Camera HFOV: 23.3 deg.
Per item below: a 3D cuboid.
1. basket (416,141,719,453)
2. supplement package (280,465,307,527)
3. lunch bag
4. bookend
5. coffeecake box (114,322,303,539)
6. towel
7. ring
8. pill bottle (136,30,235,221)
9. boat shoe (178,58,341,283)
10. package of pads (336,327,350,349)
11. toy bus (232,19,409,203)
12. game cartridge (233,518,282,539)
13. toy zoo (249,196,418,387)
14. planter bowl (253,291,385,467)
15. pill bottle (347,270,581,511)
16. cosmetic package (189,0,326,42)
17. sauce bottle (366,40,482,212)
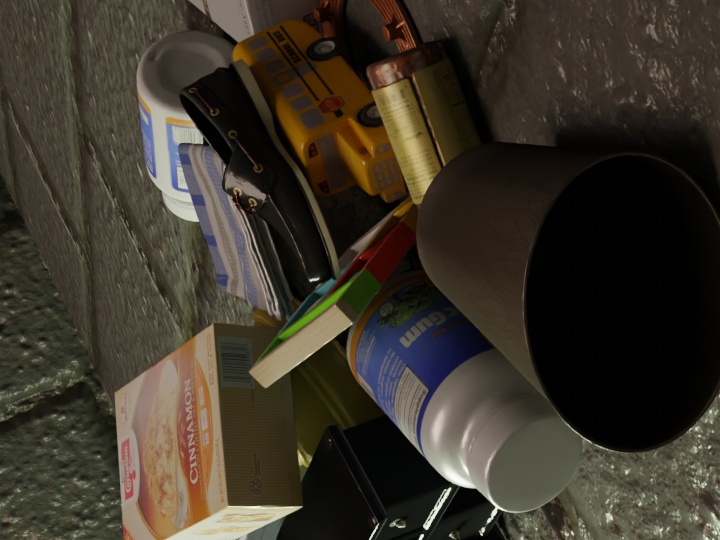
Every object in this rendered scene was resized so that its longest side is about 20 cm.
[{"bbox_3d":[0.121,-0.004,1.074,0.200,0.135,0.182,-144,36,-66],"label":"basket"},{"bbox_3d":[-0.035,0.223,1.667,0.156,0.198,0.112,169,104,-73],"label":"supplement package"},{"bbox_3d":[-0.058,-0.069,1.550,0.165,0.117,0.200,66,169,-19],"label":"lunch bag"},{"bbox_3d":[0.051,0.188,1.470,0.092,0.199,0.199,59,149,25],"label":"bookend"},{"bbox_3d":[-0.134,0.150,1.484,0.200,0.073,0.155,-34,57,52],"label":"coffeecake box"},{"bbox_3d":[-0.112,-0.037,1.497,0.200,0.024,0.148,22,131,70],"label":"towel"},{"bbox_3d":[0.010,-0.159,1.396,0.201,0.019,0.201,56,160,34],"label":"ring"},{"bbox_3d":[-0.170,-0.142,1.804,0.112,0.111,0.201,57,161,28],"label":"pill bottle"},{"bbox_3d":[-0.076,-0.069,1.349,0.202,0.063,0.074,60,169,20],"label":"boat shoe"},{"bbox_3d":[-0.030,0.050,1.697,0.200,0.068,0.155,52,157,40],"label":"package of pads"},{"bbox_3d":[-0.029,-0.123,1.374,0.200,0.078,0.065,55,166,48],"label":"toy bus"},{"bbox_3d":[-0.127,0.190,1.573,0.200,0.040,0.134,43,118,54],"label":"game cartridge"},{"bbox_3d":[0.000,0.000,1.364,0.020,0.200,0.131,45,138,-7],"label":"toy zoo"},{"bbox_3d":[-0.051,0.112,1.542,0.201,0.083,0.201,49,167,15],"label":"planter bowl"},{"bbox_3d":[0.080,0.092,1.318,0.200,0.111,0.113,44,152,50],"label":"pill bottle"},{"bbox_3d":[-0.109,-0.271,1.522,0.200,0.074,0.102,46,153,53],"label":"cosmetic package"},{"bbox_3d":[0.064,-0.064,1.269,0.202,0.066,0.066,71,163,-7],"label":"sauce bottle"}]
